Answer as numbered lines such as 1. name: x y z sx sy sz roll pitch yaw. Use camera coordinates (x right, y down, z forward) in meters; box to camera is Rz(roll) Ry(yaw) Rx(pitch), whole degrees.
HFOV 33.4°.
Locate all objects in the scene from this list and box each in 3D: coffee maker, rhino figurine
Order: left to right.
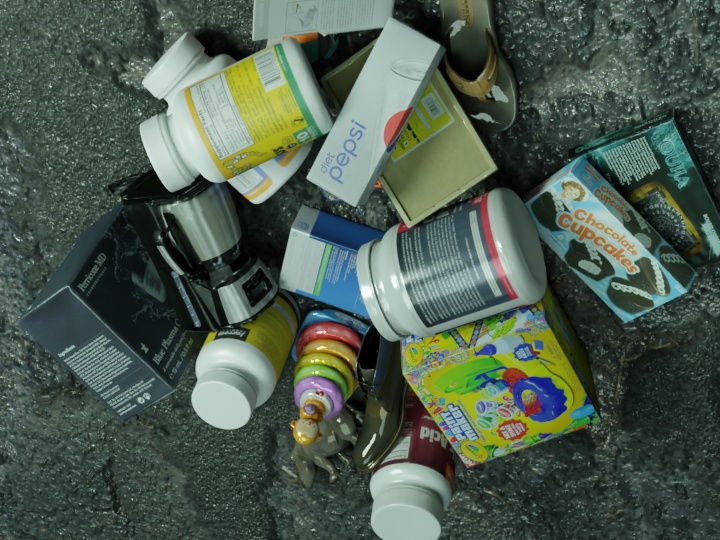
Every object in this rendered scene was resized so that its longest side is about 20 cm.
1. coffee maker: -0.214 -0.035 1.563 0.191 0.134 0.202 23 139 56
2. rhino figurine: -0.052 0.262 1.771 0.088 0.060 0.200 49 127 3

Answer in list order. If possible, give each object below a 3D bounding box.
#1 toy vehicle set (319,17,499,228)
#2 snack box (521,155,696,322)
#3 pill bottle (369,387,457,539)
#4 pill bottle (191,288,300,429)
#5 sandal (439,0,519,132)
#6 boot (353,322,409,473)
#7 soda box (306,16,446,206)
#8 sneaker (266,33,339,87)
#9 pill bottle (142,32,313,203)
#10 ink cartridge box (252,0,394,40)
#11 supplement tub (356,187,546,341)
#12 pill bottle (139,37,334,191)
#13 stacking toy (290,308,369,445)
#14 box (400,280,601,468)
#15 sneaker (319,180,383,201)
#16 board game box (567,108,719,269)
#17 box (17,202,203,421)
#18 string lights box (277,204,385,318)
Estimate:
1. toy vehicle set: 0.056 -0.168 1.370 0.123 0.027 0.202 -31 89 12
2. snack box: 0.290 -0.034 1.430 0.200 0.037 0.116 44 145 -7
3. pill bottle: 0.074 0.266 1.642 0.112 0.202 0.115 6 135 6
4. pill bottle: -0.155 0.114 1.602 0.109 0.201 0.113 7 128 10
5. sandal: 0.129 -0.241 1.349 0.080 0.055 0.202 -1 125 17
6. boot: 0.016 0.164 1.601 0.096 0.202 0.074 28 171 -39
7. soda box: 0.018 -0.174 1.330 0.068 0.063 0.202 30 100 6
8. sneaker: -0.056 -0.292 1.361 0.079 0.072 0.201 18 136 0
9. pill bottle: -0.161 -0.186 1.439 0.200 0.113 0.112 44 125 -16
10. ink cartridge box: -0.038 -0.347 1.254 0.171 0.044 0.202 -11 127 -26
11. supplement tub: 0.109 -0.004 1.422 0.198 0.141 0.141 -19 119 21
12. pill bottle: -0.138 -0.166 1.329 0.198 0.113 0.114 -25 119 4
13. stacking toy: -0.053 0.157 1.604 0.115 0.201 0.110 24 129 -2
14. box: 0.176 0.118 1.523 0.190 0.123 0.201 -22 128 18
15. sneaker: 0.030 -0.130 1.446 0.198 0.079 0.076 -23 116 29
16. board game box: 0.348 -0.081 1.421 0.134 0.028 0.201 -20 117 27
17. box: -0.315 0.053 1.605 0.117 0.198 0.200 -30 113 33
18. string lights box: 0.000 0.000 1.563 0.197 0.059 0.104 19 129 2
